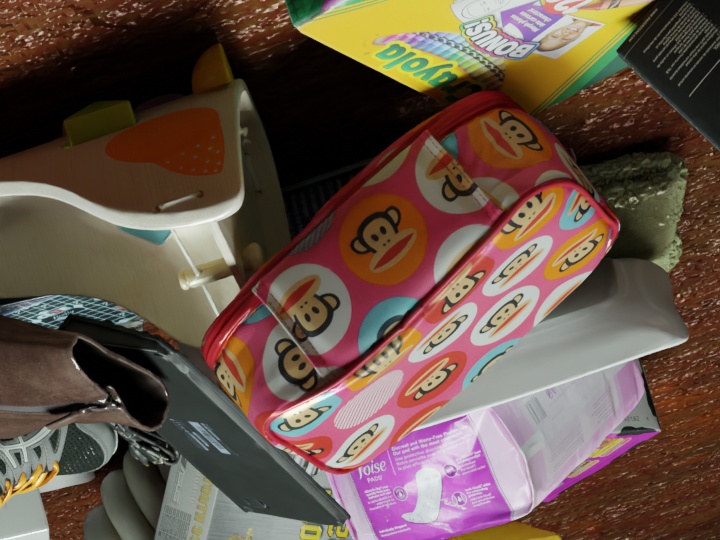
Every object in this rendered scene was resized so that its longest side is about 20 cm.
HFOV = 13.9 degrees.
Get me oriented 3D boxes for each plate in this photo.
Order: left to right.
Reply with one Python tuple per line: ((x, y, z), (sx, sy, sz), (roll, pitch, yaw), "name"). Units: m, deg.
((0.078, 0.038, 1.639), (0.200, 0.032, 0.200), (-19, -172, 6), "plate")

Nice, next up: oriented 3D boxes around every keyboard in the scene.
((-0.095, 0.078, 1.549), (0.127, 0.021, 0.200), (6, 152, 35), "keyboard")

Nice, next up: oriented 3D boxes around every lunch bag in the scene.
((0.033, 0.013, 1.444), (0.200, 0.082, 0.176), (-41, 157, 6), "lunch bag")

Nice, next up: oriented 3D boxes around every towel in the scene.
((0.092, -0.012, 1.712), (0.200, 0.036, 0.148), (-15, 158, -3), "towel")

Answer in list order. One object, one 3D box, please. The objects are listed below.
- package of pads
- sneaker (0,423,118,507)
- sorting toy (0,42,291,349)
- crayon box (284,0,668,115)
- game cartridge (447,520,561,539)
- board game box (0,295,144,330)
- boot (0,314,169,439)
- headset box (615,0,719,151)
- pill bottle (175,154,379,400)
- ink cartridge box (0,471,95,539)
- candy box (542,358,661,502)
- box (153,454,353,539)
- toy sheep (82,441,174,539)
((0.074, 0.088, 1.690), (0.120, 0.076, 0.200), (-18, -171, 28), "package of pads")
((-0.224, 0.112, 1.724), (0.200, 0.077, 0.078), (2, 150, -43), "sneaker")
((-0.134, -0.028, 1.437), (0.180, 0.107, 0.200), (-10, 160, 4), "sorting toy")
((0.060, -0.135, 1.357), (0.119, 0.058, 0.200), (-27, 156, 23), "crayon box")
((0.005, 0.182, 1.976), (0.176, 0.032, 0.200), (-4, -172, -36), "game cartridge")
((-0.217, 0.035, 1.599), (0.200, 0.035, 0.136), (-12, 158, -12), "board game box")
((-0.205, 0.027, 1.437), (0.166, 0.072, 0.200), (0, 156, 32), "boot")
((0.251, -0.094, 1.337), (0.174, 0.200, 0.093), (-51, 149, 12), "headset box")
((0.000, 0.000, 1.568), (0.200, 0.111, 0.111), (-19, 158, 4), "pill bottle")
((-0.255, 0.163, 1.834), (0.200, 0.068, 0.115), (-14, 158, -9), "ink cartridge box")
((0.079, 0.109, 1.960), (0.200, 0.061, 0.136), (-1, 156, -36), "candy box")
((-0.047, 0.147, 1.782), (0.158, 0.200, 0.048), (12, -178, -45), "box")
((-0.109, 0.163, 1.863), (0.200, 0.138, 0.138), (-44, 154, 5), "toy sheep")
